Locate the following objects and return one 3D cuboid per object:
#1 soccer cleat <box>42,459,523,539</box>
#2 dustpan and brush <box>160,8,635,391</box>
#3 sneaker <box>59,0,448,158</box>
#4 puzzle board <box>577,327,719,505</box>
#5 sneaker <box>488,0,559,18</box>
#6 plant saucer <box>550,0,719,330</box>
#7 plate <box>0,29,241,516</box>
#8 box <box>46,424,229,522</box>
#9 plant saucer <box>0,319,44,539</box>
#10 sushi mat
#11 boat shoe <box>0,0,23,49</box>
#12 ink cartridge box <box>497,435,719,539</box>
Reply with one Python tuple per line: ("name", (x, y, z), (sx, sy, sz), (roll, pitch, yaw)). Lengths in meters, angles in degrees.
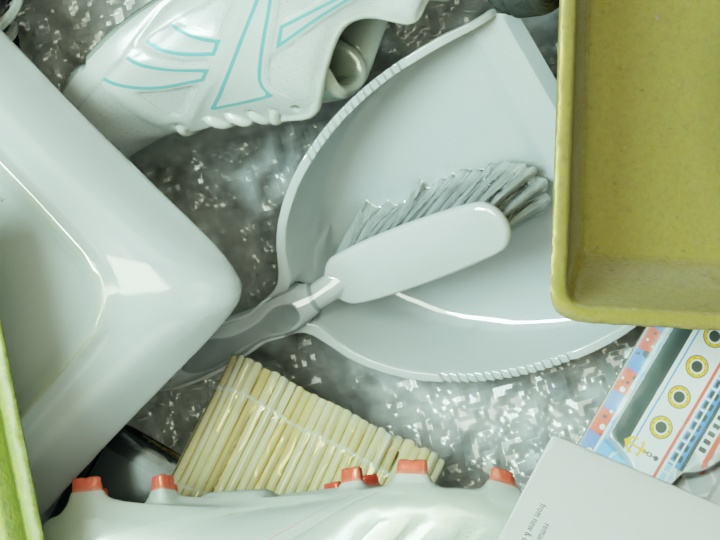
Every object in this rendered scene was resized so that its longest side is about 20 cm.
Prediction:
("soccer cleat", (-0.021, 0.113, 1.027), (0.199, 0.069, 0.078), (-3, 78, 4))
("dustpan and brush", (0.000, 0.000, 1.087), (0.199, 0.057, 0.140), (-22, 110, 28))
("sneaker", (-0.047, -0.082, 1.067), (0.080, 0.070, 0.200), (50, 128, -4))
("puzzle board", (0.148, 0.104, 1.069), (0.150, 0.017, 0.201), (32, 79, 1))
("sneaker", (0.014, -0.168, 1.087), (0.115, 0.076, 0.201), (-16, 55, 14))
("plant saucer", (0.154, -0.075, 1.061), (0.199, 0.048, 0.201), (4, 86, -22))
("plate", (-0.176, 0.008, 1.048), (0.200, 0.032, 0.200), (45, 105, 7))
("box", (-0.051, 0.176, 1.093), (0.199, 0.046, 0.160), (30, 89, 6))
("plant saucer", (-0.202, 0.083, 1.018), (0.199, 0.048, 0.201), (-11, 89, 16))
("sushi mat", (-0.051, 0.138, 1.056), (0.095, 0.012, 0.201), (25, 74, 5))
("boat shoe", (-0.157, -0.074, 1.077), (0.074, 0.093, 0.201), (-18, 68, -36))
("ink cartridge box", (0.121, 0.172, 0.932), (0.199, 0.125, 0.129), (23, 125, 8))
